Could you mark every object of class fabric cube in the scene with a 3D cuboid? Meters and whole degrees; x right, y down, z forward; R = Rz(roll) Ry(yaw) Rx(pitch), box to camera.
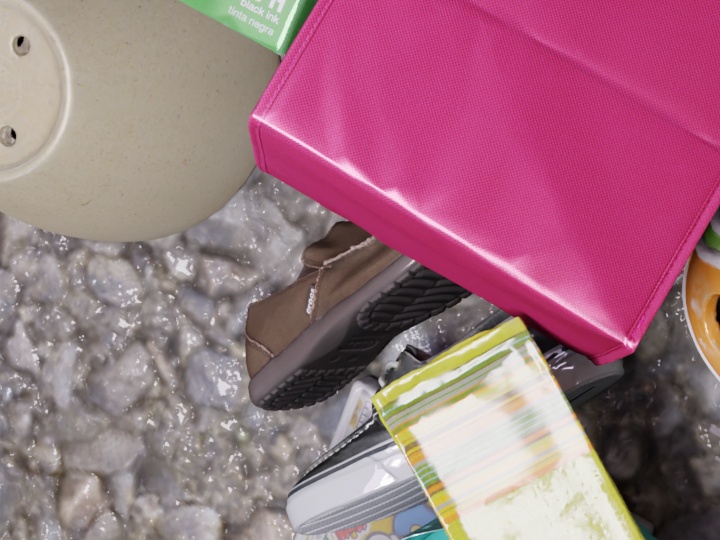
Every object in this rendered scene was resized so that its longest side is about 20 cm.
[{"bbox_3d":[0.082,-0.090,1.285,0.199,0.196,0.200,30,86,3],"label":"fabric cube"}]

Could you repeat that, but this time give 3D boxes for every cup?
[{"bbox_3d":[-0.164,-0.105,1.479,0.200,0.143,0.200,5,101,25],"label":"cup"}]

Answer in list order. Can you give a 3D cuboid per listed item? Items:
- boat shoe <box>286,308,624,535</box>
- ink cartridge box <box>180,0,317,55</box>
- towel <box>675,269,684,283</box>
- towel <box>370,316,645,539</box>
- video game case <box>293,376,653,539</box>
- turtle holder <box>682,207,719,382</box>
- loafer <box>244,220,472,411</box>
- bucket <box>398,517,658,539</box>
[{"bbox_3d":[0.042,0.071,1.439,0.200,0.072,0.071,-30,71,13],"label":"boat shoe"},{"bbox_3d":[-0.007,-0.220,1.385,0.083,0.147,0.200,30,110,15],"label":"ink cartridge box"},{"bbox_3d":[0.112,-0.081,1.423,0.144,0.023,0.200,-45,81,22],"label":"towel"},{"bbox_3d":[0.087,0.126,1.296,0.086,0.018,0.200,-31,84,18],"label":"towel"},{"bbox_3d":[0.043,0.185,1.497,0.182,0.023,0.200,27,108,19],"label":"video game case"},{"bbox_3d":[0.246,0.011,1.309,0.185,0.132,0.141,12,98,11],"label":"turtle holder"},{"bbox_3d":[0.000,0.000,1.449,0.200,0.073,0.071,-38,64,32],"label":"loafer"},{"bbox_3d":[0.077,0.210,1.397,0.207,0.135,0.207,5,103,21],"label":"bucket"}]
